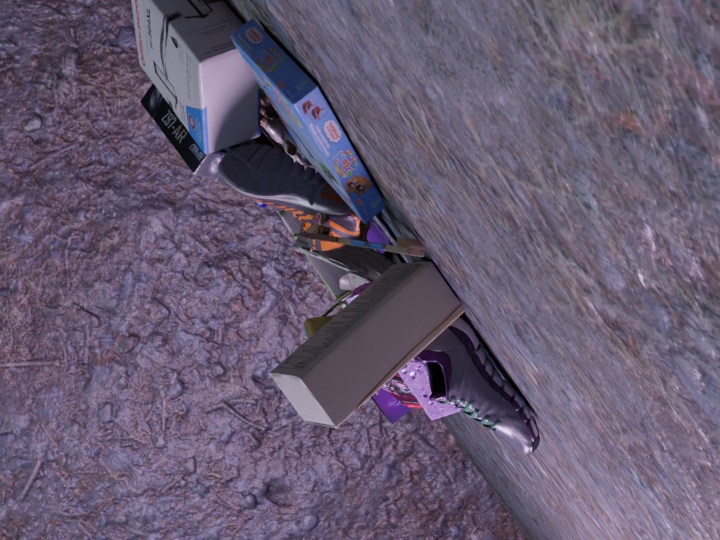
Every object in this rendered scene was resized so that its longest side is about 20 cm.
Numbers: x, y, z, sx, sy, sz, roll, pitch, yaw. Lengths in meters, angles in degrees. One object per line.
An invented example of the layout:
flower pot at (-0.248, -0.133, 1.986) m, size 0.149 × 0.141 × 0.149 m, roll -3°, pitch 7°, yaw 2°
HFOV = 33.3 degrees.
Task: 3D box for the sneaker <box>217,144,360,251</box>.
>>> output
sneaker at (-0.081, -0.079, 1.466) m, size 0.199 × 0.078 × 0.112 m, roll 22°, pitch 151°, yaw 22°

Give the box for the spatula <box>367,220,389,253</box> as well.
spatula at (0.018, -0.044, 1.566) m, size 0.057 × 0.021 × 0.200 m, roll 46°, pitch -179°, yaw 3°

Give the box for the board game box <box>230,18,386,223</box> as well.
board game box at (-0.055, -0.159, 1.297) m, size 0.151 × 0.036 × 0.200 m, roll 50°, pitch 176°, yaw 41°

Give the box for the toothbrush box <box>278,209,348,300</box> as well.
toothbrush box at (-0.038, -0.039, 1.743) m, size 0.146 × 0.086 × 0.200 m, roll 56°, pitch 179°, yaw 3°

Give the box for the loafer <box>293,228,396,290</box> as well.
loafer at (0.000, 0.000, 1.603) m, size 0.199 × 0.070 × 0.070 m, roll 35°, pitch -178°, yaw 17°

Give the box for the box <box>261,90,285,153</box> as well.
box at (-0.115, -0.199, 1.699) m, size 0.201 × 0.039 × 0.041 m, roll 53°, pitch 175°, yaw 10°

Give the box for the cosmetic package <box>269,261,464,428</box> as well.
cosmetic package at (0.007, 0.079, 1.324) m, size 0.073 × 0.200 × 0.103 m, roll 53°, pitch 161°, yaw -13°

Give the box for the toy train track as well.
toy train track at (0.003, -0.042, 1.342) m, size 0.114 × 0.033 × 0.199 m, roll 8°, pitch -177°, yaw -36°

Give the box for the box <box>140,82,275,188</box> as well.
box at (-0.179, -0.165, 1.596) m, size 0.199 × 0.044 × 0.160 m, roll 20°, pitch -155°, yaw -52°

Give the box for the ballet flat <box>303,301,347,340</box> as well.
ballet flat at (0.000, 0.064, 1.762) m, size 0.063 × 0.199 × 0.069 m, roll 54°, pitch 138°, yaw 17°

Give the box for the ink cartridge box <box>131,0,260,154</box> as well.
ink cartridge box at (-0.203, -0.265, 1.475) m, size 0.200 × 0.084 × 0.147 m, roll 50°, pitch 152°, yaw 34°

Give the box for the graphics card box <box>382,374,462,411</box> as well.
graphics card box at (0.067, 0.135, 1.671) m, size 0.125 × 0.051 × 0.200 m, roll -1°, pitch 150°, yaw 41°

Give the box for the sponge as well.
sponge at (0.080, 0.090, 1.465) m, size 0.201 × 0.111 × 0.030 m, roll 55°, pitch -139°, yaw -17°

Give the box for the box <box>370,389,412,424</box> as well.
box at (0.053, 0.134, 1.922) m, size 0.079 × 0.141 × 0.200 m, roll 46°, pitch 173°, yaw 42°

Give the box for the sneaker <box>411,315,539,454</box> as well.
sneaker at (0.124, 0.148, 1.392) m, size 0.201 × 0.087 × 0.074 m, roll 54°, pitch 155°, yaw -8°

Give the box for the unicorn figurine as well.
unicorn figurine at (-0.076, -0.147, 1.535) m, size 0.137 × 0.073 × 0.201 m, roll 61°, pitch -172°, yaw -70°

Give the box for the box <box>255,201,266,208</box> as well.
box at (-0.177, -0.214, 1.839) m, size 0.184 × 0.105 × 0.200 m, roll 53°, pitch 177°, yaw 13°
